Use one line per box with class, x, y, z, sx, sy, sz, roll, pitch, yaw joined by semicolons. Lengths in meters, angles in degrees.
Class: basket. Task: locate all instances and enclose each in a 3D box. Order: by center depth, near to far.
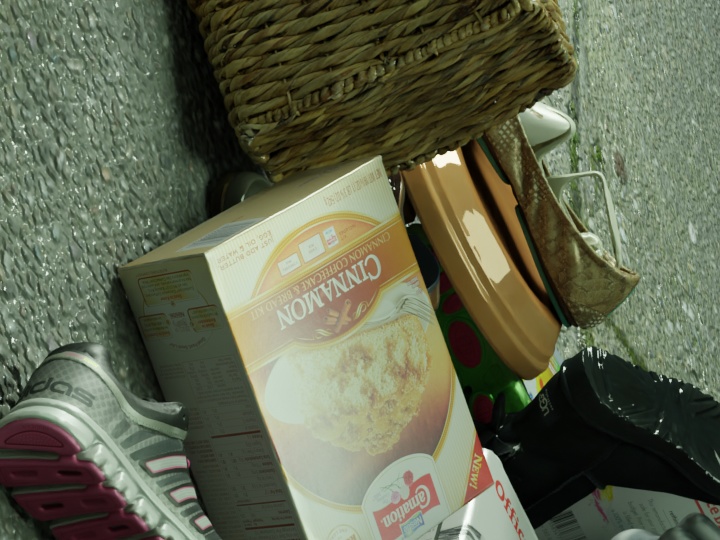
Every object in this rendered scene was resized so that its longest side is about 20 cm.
basket;0.012;-0.152;1.654;0.143;0.199;0.149;46;22;-64

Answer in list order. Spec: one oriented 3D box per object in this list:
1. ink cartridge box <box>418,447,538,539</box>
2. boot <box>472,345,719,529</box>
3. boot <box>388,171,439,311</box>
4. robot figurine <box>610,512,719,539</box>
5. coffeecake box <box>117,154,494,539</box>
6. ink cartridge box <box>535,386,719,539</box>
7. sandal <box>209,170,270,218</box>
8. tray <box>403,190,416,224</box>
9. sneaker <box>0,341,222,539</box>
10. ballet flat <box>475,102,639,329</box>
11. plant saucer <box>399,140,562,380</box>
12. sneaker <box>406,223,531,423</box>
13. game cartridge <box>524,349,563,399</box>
ink cartridge box;0.052;0.226;1.667;0.146;0.084;0.200;64;25;-26
boot;0.139;0.129;1.790;0.198;0.162;0.074;27;40;-37
boot;0.000;0.000;1.707;0.200;0.074;0.097;-112;-164;-54
robot figurine;0.173;0.249;1.831;0.113;0.200;0.169;46;25;15
coffeecake box;-0.026;0.060;1.537;0.153;0.073;0.201;-31;106;-45
ink cartridge box;0.195;0.156;1.895;0.068;0.199;0.115;-92;157;-53
sandal;-0.030;0.034;1.632;0.082;0.054;0.201;-21;96;-68
tray;-0.010;-0.134;1.818;0.099;0.037;0.200;-73;143;-53
sneaker;-0.104;0.109;1.376;0.200;0.074;0.088;52;37;-35
ballet flat;0.119;-0.061;1.800;0.201;0.065;0.071;62;9;-4
plant saucer;0.078;-0.027;1.801;0.201;0.037;0.200;58;12;-20
sneaker;0.073;0.057;1.845;0.084;0.076;0.201;-57;131;-65
game cartridge;0.117;0.100;1.977;0.200;0.040;0.134;57;32;-38
